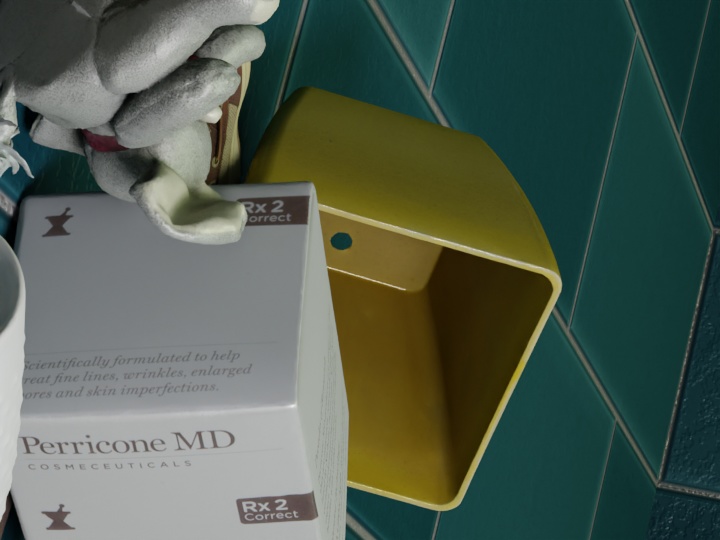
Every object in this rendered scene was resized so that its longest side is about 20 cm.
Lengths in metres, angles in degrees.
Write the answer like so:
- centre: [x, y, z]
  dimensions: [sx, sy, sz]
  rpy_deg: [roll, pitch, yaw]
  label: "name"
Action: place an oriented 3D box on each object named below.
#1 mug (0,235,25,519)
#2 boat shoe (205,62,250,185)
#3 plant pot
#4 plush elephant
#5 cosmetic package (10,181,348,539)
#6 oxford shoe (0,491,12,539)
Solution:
- centre: [-0.225, 0.060, 1.232]
  dimensions: [0.200, 0.147, 0.176]
  rpy_deg: [-107, -161, -51]
  label: "mug"
- centre: [-0.108, -0.089, 1.618]
  dimensions: [0.072, 0.072, 0.201]
  rpy_deg: [-65, 163, -44]
  label: "boat shoe"
- centre: [0.000, 0.000, 1.761]
  dimensions: [0.177, 0.199, 0.201]
  rpy_deg: [-87, -164, -53]
  label: "plant pot"
- centre: [-0.112, -0.099, 1.452]
  dimensions: [0.200, 0.165, 0.155]
  rpy_deg: [-52, 146, 3]
  label: "plush elephant"
- centre: [-0.097, 0.079, 1.520]
  dimensions: [0.201, 0.164, 0.166]
  rpy_deg: [80, 9, -46]
  label: "cosmetic package"
- centre: [-0.205, 0.186, 1.446]
  dimensions: [0.071, 0.072, 0.201]
  rpy_deg: [59, 44, -64]
  label: "oxford shoe"
